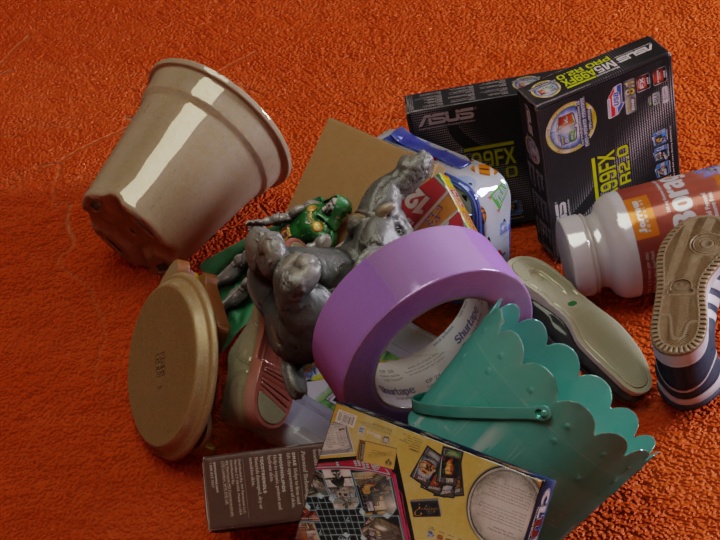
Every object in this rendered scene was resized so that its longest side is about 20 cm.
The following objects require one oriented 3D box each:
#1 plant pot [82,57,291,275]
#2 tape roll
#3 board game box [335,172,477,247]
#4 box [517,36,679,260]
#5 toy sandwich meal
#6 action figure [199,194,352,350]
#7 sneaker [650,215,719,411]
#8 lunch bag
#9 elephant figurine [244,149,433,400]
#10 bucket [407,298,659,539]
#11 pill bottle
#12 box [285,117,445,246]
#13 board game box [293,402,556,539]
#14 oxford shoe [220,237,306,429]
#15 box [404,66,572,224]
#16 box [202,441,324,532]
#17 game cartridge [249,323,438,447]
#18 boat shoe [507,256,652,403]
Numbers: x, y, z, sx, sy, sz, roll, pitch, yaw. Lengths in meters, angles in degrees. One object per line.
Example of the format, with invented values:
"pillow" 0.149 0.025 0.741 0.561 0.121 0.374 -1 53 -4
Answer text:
"plant pot" -0.210 -0.104 2.014 0.199 0.201 0.184 19 60 33
"tape roll" 0.057 0.057 1.635 0.199 0.201 0.066 -24 50 -14
"board game box" 0.025 -0.002 1.782 0.199 0.030 0.096 -36 65 20
"box" 0.255 -0.127 1.877 0.159 0.201 0.044 -22 38 -14
"toy sandwich meal" -0.171 0.093 1.785 0.070 0.206 0.205 6 29 -31
"action figure" -0.089 -0.019 1.854 0.199 0.055 0.119 -35 54 18
"sneaker" 0.324 0.045 1.731 0.070 0.109 0.201 1 44 22
"lunch bag" 0.068 -0.063 1.888 0.199 0.161 0.075 24 41 38
"elephant figurine" 0.000 0.000 1.699 0.199 0.156 0.142 -15 47 -21
"bucket" 0.148 0.140 1.577 0.135 0.207 0.207 -47 40 10
"pill bottle" 0.307 -0.036 1.833 0.198 0.113 0.113 -14 39 -2
"box" -0.015 -0.043 1.851 0.163 0.021 0.201 26 93 39
"board game box" 0.050 0.206 1.493 0.199 0.035 0.137 19 92 26
"oxford shoe" -0.098 0.061 1.772 0.073 0.071 0.201 -8 58 41
"box" 0.157 -0.128 1.945 0.198 0.161 0.044 -9 33 3
"box" -0.039 0.195 1.642 0.198 0.100 0.076 -6 82 6
"game cartridge" -0.020 0.110 1.808 0.133 0.041 0.200 23 51 41
"boat shoe" 0.212 0.069 1.780 0.071 0.068 0.200 -12 45 -42
